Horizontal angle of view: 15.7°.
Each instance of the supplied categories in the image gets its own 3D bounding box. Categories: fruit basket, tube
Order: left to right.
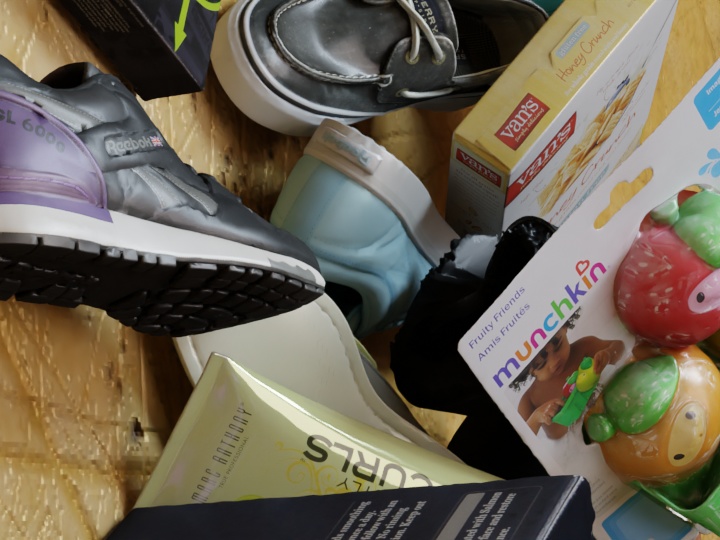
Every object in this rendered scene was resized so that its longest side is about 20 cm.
[{"bbox_3d":[0.002,0.097,1.091,0.199,0.052,0.058,22,62,-32],"label":"tube"},{"bbox_3d":[0.147,0.025,1.126,0.185,0.094,0.200,-46,139,-10],"label":"fruit basket"}]

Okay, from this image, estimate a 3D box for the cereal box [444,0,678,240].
[{"bbox_3d":[0.095,-0.063,1.269,0.144,0.039,0.200,-50,166,-18],"label":"cereal box"}]

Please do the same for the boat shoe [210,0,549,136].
[{"bbox_3d":[0.014,-0.110,1.195,0.199,0.071,0.073,-12,77,-51],"label":"boat shoe"}]

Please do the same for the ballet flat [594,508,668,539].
[{"bbox_3d":[0.061,0.156,1.202,0.199,0.068,0.064,-19,108,-29],"label":"ballet flat"}]

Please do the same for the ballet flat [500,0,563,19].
[{"bbox_3d":[0.021,-0.180,1.247,0.199,0.069,0.063,30,19,-29],"label":"ballet flat"}]

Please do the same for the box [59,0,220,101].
[{"bbox_3d":[-0.092,-0.193,1.071,0.143,0.036,0.201,50,40,-50],"label":"box"}]

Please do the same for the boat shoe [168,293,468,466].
[{"bbox_3d":[-0.024,0.056,1.127,0.072,0.060,0.202,-48,123,-7],"label":"boat shoe"}]

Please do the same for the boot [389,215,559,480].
[{"bbox_3d":[0.066,0.054,1.229,0.168,0.200,0.077,10,44,-48],"label":"boot"}]

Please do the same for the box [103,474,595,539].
[{"bbox_3d":[0.000,0.195,0.988,0.117,0.199,0.198,-48,127,-58],"label":"box"}]

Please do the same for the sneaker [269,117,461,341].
[{"bbox_3d":[0.000,0.000,1.208,0.082,0.074,0.200,-53,152,-6],"label":"sneaker"}]

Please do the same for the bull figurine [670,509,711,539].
[{"bbox_3d":[0.168,0.138,1.489,0.122,0.065,0.202,107,-19,-66],"label":"bull figurine"}]

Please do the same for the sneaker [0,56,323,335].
[{"bbox_3d":[-0.084,-0.033,0.976,0.199,0.075,0.088,16,61,-53],"label":"sneaker"}]
